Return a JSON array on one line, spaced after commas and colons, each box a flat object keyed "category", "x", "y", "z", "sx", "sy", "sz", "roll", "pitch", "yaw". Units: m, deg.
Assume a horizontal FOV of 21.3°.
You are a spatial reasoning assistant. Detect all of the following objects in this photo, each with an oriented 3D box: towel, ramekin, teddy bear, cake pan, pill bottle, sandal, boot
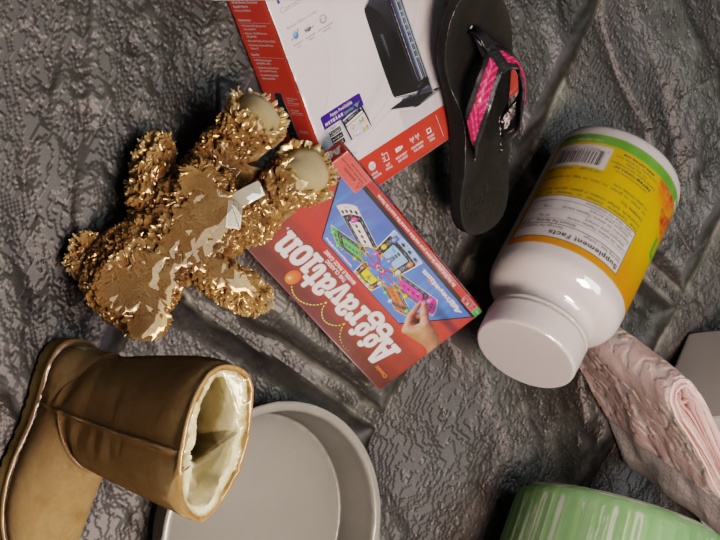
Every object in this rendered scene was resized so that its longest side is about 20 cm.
[{"category": "towel", "x": 0.239, "y": 0.122, "z": 1.567, "sx": 0.032, "sy": 0.200, "sz": 0.191, "roll": -35, "pitch": 120, "yaw": -10}, {"category": "ramekin", "x": 0.202, "y": 0.244, "z": 1.554, "sx": 0.200, "sy": 0.200, "sz": 0.098, "roll": 28, "pitch": 72, "yaw": -38}, {"category": "teddy bear", "x": -0.109, "y": -0.036, "z": 1.326, "sx": 0.145, "sy": 0.067, "sz": 0.200, "roll": 31, "pitch": 80, "yaw": -10}, {"category": "cake pan", "x": -0.072, "y": 0.194, "z": 1.422, "sx": 0.200, "sy": 0.037, "sz": 0.201, "roll": -6, "pitch": 100, "yaw": -38}, {"category": "pill bottle", "x": 0.169, "y": -0.009, "z": 1.519, "sx": 0.111, "sy": 0.111, "sz": 0.200, "roll": 52, "pitch": 53, "yaw": -31}, {"category": "sandal", "x": 0.099, "y": -0.120, "z": 1.446, "sx": 0.075, "sy": 0.045, "sz": 0.200, "roll": -22, "pitch": 118, "yaw": -37}, {"category": "boot", "x": -0.158, "y": 0.132, "z": 1.239, "sx": 0.066, "sy": 0.200, "sz": 0.176, "roll": 8, "pitch": 91, "yaw": -39}]

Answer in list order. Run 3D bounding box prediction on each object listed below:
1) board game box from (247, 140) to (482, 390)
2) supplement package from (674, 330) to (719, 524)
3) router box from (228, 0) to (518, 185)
[{"category": "board game box", "x": 0.000, "y": 0.000, "z": 1.424, "sx": 0.103, "sy": 0.019, "sz": 0.200, "roll": -37, "pitch": 129, "yaw": 6}, {"category": "supplement package", "x": 0.361, "y": 0.163, "z": 1.696, "sx": 0.200, "sy": 0.120, "sz": 0.121, "roll": 59, "pitch": 42, "yaw": -28}, {"category": "router box", "x": 0.013, "y": -0.171, "z": 1.433, "sx": 0.200, "sy": 0.049, "sz": 0.180, "roll": -35, "pitch": 117, "yaw": -30}]
